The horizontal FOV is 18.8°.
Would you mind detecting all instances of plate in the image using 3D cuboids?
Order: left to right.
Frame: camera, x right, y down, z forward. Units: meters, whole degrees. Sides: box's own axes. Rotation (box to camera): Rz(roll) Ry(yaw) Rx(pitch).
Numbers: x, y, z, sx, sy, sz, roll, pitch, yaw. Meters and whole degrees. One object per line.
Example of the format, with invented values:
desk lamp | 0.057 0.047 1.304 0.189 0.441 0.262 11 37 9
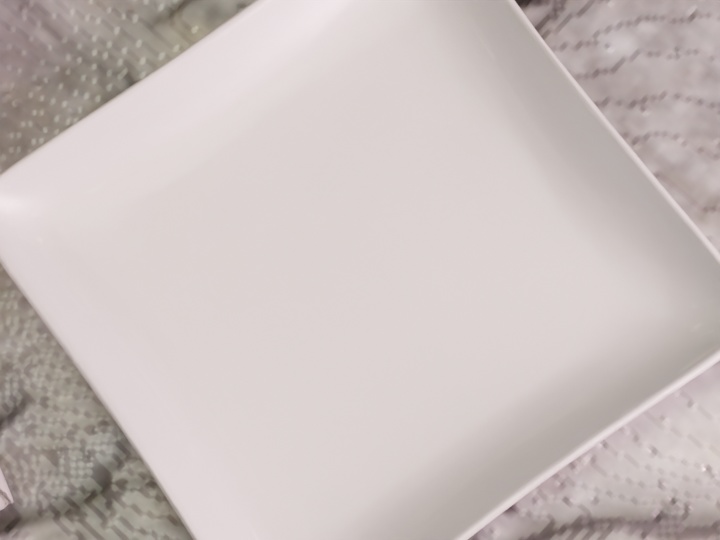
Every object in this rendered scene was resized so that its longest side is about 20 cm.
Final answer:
plate | 0.000 0.000 0.745 0.199 0.032 0.200 -35 75 -8

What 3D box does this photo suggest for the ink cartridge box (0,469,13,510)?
ink cartridge box | -0.224 0.013 0.727 0.146 0.086 0.201 -24 71 -6
